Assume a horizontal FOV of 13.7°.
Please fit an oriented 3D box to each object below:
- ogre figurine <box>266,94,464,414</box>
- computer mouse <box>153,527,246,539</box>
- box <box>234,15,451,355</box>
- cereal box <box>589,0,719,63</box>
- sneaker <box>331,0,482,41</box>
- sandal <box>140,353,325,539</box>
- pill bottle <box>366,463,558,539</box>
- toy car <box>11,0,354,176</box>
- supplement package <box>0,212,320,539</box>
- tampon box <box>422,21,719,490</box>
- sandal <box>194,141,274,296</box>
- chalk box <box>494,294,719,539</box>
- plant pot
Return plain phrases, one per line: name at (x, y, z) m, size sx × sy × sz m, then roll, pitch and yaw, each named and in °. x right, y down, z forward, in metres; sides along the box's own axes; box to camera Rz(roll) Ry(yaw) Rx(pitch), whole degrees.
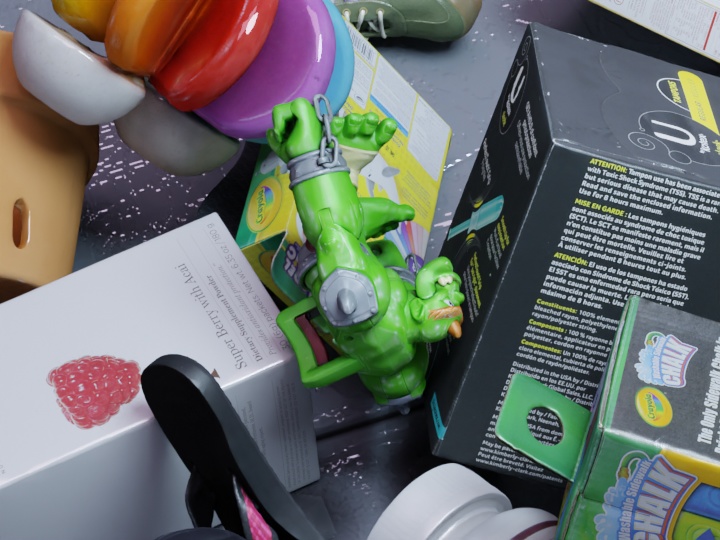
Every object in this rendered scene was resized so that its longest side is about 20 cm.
ogre figurine at (0.000, 0.000, 1.604) m, size 0.097 × 0.200 × 0.121 m, roll -7°, pitch 62°, yaw -9°
computer mouse at (-0.071, 0.215, 1.477) m, size 0.140 × 0.046 × 0.200 m, roll -16°, pitch 47°, yaw -35°
box at (-0.010, -0.037, 1.754) m, size 0.048 × 0.117 × 0.201 m, roll -22°, pitch 39°, yaw 33°
cereal box at (0.221, -0.173, 1.858) m, size 0.199 × 0.040 × 0.144 m, roll 28°, pitch 26°, yaw 25°
sneaker at (-0.029, -0.161, 1.898) m, size 0.199 × 0.067 × 0.090 m, roll 16°, pitch 61°, yaw 18°
sandal at (-0.064, 0.135, 1.580) m, size 0.075 × 0.201 × 0.045 m, roll -7°, pitch 31°, yaw 49°
pill bottle at (0.097, 0.193, 1.553) m, size 0.109 × 0.110 × 0.200 m, roll -38°, pitch 56°, yaw -24°
toy car at (-0.080, -0.136, 1.670) m, size 0.150 × 0.200 × 0.176 m, roll 35°, pitch 94°, yaw 40°
supplement package at (-0.138, 0.080, 1.661) m, size 0.199 × 0.120 × 0.121 m, roll -24°, pitch 53°, yaw -15°
tampon box at (0.122, -0.003, 1.616) m, size 0.125 × 0.201 × 0.150 m, roll 15°, pitch 28°, yaw -11°
sandal at (-0.051, -0.044, 1.818) m, size 0.076 × 0.043 × 0.201 m, roll 13°, pitch 42°, yaw 6°
chalk box at (0.163, 0.107, 1.497) m, size 0.199 × 0.125 × 0.125 m, roll 17°, pitch 34°, yaw 4°
plant pot at (-0.246, -0.032, 1.733) m, size 0.199 × 0.200 × 0.141 m, roll -7°, pitch 66°, yaw -1°
